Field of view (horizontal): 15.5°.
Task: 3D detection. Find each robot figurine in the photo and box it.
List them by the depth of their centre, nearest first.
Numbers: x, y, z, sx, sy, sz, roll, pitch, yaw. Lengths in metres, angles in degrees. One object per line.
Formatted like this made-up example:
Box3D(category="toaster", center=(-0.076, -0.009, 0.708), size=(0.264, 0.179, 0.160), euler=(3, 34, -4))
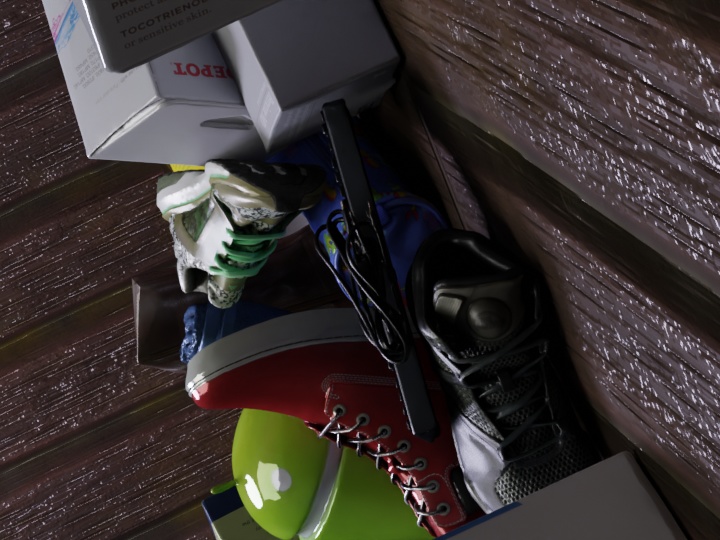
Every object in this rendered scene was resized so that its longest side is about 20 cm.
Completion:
Box3D(category="robot figurine", center=(0.011, 0.121, 1.633), size=(0.116, 0.199, 0.176), euler=(151, 131, -74))

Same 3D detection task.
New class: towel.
Box3D(category="towel", center=(-0.017, 0.057, 1.730), size=(0.112, 0.199, 0.049), euler=(156, 128, -80))

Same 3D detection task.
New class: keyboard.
Box3D(category="keyboard", center=(0.000, 0.000, 1.488), size=(0.104, 0.039, 0.201), euler=(65, -171, -79))

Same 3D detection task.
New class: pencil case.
Box3D(category="pencil case", center=(-0.010, -0.049, 1.687), size=(0.087, 0.078, 0.200), euler=(51, -179, -34))

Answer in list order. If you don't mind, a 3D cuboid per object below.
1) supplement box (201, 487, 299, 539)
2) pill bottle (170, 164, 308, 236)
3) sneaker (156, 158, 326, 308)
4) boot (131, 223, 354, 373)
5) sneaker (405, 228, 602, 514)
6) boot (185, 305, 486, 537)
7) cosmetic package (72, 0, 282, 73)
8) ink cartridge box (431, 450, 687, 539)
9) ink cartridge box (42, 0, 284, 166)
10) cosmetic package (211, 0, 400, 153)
Box3D(category="supplement box", center=(0.023, 0.228, 1.896), size=(0.200, 0.199, 0.134), euler=(60, 172, 28))
Box3D(category="pill bottle", center=(-0.097, -0.107, 2.004), size=(0.200, 0.109, 0.109), euler=(61, 172, 25))
Box3D(category="sneaker", center=(-0.072, -0.022, 1.648), size=(0.200, 0.077, 0.089), euler=(170, 100, -70))
Box3D(category="boot", center=(-0.056, 0.042, 1.836), size=(0.064, 0.199, 0.187), euler=(-121, 9, -49))
Box3D(category="sneaker", center=(0.079, 0.065, 1.447), size=(0.114, 0.076, 0.200), euler=(68, -179, -78))
Box3D(category="boot", center=(0.003, 0.098, 1.538), size=(0.072, 0.199, 0.145), euler=(135, 127, -63))
Box3D(category="cosmetic package", center=(-0.108, -0.250, 1.383), size=(0.200, 0.166, 0.168), euler=(75, 168, -49))
Box3D(category="ink cartridge box", center=(0.110, 0.211, 1.429), size=(0.200, 0.144, 0.084), euler=(74, 170, -48))
Box3D(category="ink cartridge box", center=(-0.121, -0.171, 1.659), size=(0.086, 0.147, 0.201), euler=(-33, 66, 41))
Box3D(category="cosmetic package", center=(-0.057, -0.182, 1.566), size=(0.107, 0.090, 0.201), euler=(112, 135, -76))
